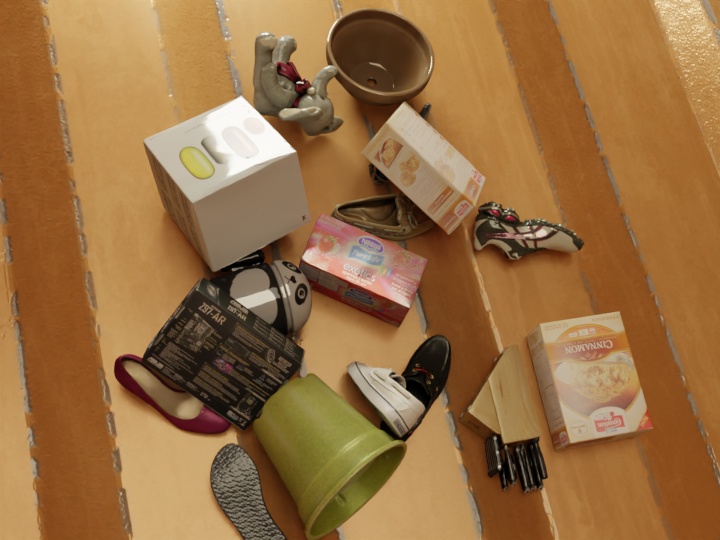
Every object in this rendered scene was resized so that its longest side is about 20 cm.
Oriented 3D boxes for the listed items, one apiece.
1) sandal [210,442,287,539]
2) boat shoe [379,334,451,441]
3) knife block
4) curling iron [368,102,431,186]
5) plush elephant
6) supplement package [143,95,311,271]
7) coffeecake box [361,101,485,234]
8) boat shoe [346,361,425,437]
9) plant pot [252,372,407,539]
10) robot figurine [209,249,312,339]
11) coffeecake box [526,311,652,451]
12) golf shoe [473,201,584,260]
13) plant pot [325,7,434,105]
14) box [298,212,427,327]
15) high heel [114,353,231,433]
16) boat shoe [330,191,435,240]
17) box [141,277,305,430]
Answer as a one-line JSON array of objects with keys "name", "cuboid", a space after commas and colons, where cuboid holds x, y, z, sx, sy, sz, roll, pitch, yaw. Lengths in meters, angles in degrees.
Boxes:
[{"name": "sandal", "cuboid": [-0.173, 0.364, 1.466, 0.075, 0.043, 0.203, -24, 84, -10]}, {"name": "boat shoe", "cuboid": [0.097, 0.189, 1.564, 0.073, 0.063, 0.203, 30, 66, 5]}, {"name": "knife block", "cuboid": [0.259, 0.250, 1.566, 0.174, 0.064, 0.201, 34, 67, 4]}, {"name": "curling iron", "cuboid": [0.077, -0.234, 1.740, 0.049, 0.026, 0.201, 35, 67, 2]}, {"name": "plush elephant", "cuboid": [-0.106, -0.307, 1.670, 0.152, 0.165, 0.204, 13, 95, 10]}, {"name": "supplement package", "cuboid": [-0.215, -0.145, 1.552, 0.189, 0.149, 0.200, -28, 47, -18]}, {"name": "coffeecake box", "cuboid": [0.112, -0.178, 1.635, 0.199, 0.073, 0.154, 42, 26, -4]}, {"name": "boat shoe", "cuboid": [0.039, 0.185, 1.494, 0.065, 0.200, 0.073, -37, 114, -7]}, {"name": "plant pot", "cuboid": [-0.061, 0.265, 1.450, 0.199, 0.202, 0.184, -36, 68, -20]}, {"name": "robot figurine", "cuboid": [-0.174, 0.057, 1.531, 0.196, 0.125, 0.153, -16, 111, -15]}, {"name": "coffeecake box", "cuboid": [0.381, 0.185, 1.606, 0.150, 0.073, 0.204, -7, 71, -13]}, {"name": "golf shoe", "cuboid": [0.293, -0.054, 1.695, 0.196, 0.077, 0.090, 17, 87, 0]}, {"name": "plant pot", "cuboid": [0.028, -0.370, 1.742, 0.196, 0.093, 0.204, 6, 61, -11]}, {"name": "box", "cuboid": [0.000, 0.000, 1.597, 0.197, 0.103, 0.096, 23, 67, 1]}, {"name": "high heel", "cuboid": [-0.290, 0.192, 1.476, 0.197, 0.096, 0.068, 22, 67, -1]}, {"name": "boat shoe", "cuboid": [0.045, -0.094, 1.661, 0.196, 0.063, 0.075, -9, 70, -14]}, {"name": "box", "cuboid": [-0.208, 0.130, 1.460, 0.199, 0.161, 0.044, 36, 24, -13]}]
